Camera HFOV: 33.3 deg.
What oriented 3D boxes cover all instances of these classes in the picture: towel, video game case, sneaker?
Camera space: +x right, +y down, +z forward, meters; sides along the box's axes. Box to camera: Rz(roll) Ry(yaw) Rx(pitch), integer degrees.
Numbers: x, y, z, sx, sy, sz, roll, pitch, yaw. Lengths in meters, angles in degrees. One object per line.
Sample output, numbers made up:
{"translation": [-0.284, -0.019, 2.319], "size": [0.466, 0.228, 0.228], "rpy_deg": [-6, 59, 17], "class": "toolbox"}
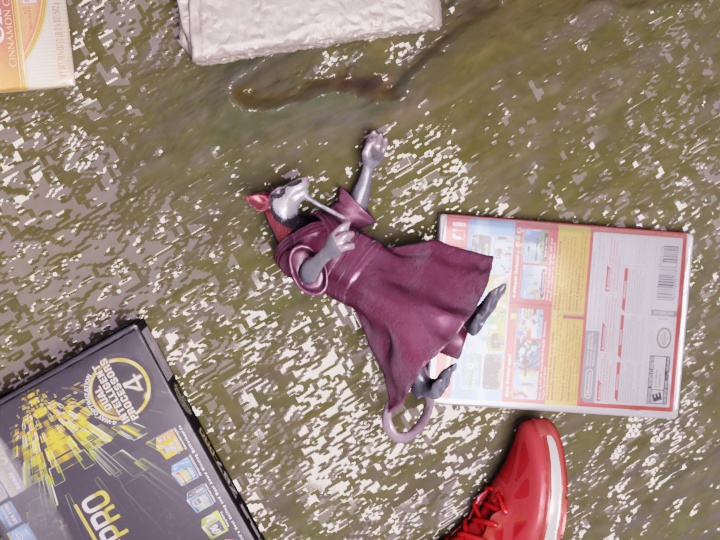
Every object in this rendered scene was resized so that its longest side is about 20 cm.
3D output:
{"translation": [-0.042, -0.228, 0.882], "size": [0.197, 0.034, 0.134], "rpy_deg": [-8, 95, -6], "class": "towel"}
{"translation": [0.152, 0.036, 0.922], "size": [0.197, 0.017, 0.145], "rpy_deg": [4, 93, -6], "class": "video game case"}
{"translation": [0.083, 0.204, 0.896], "size": [0.114, 0.078, 0.203], "rpy_deg": [9, 91, -7], "class": "sneaker"}

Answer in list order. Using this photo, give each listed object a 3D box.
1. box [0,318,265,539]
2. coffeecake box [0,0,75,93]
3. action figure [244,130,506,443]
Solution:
{"translation": [-0.183, 0.161, 0.883], "size": [0.160, 0.049, 0.202], "rpy_deg": [-27, 96, 0], "class": "box"}
{"translation": [-0.302, -0.191, 0.795], "size": [0.198, 0.073, 0.156], "rpy_deg": [-10, 102, -28], "class": "coffeecake box"}
{"translation": [0.000, 0.000, 0.879], "size": [0.199, 0.134, 0.150], "rpy_deg": [31, 130, 12], "class": "action figure"}
